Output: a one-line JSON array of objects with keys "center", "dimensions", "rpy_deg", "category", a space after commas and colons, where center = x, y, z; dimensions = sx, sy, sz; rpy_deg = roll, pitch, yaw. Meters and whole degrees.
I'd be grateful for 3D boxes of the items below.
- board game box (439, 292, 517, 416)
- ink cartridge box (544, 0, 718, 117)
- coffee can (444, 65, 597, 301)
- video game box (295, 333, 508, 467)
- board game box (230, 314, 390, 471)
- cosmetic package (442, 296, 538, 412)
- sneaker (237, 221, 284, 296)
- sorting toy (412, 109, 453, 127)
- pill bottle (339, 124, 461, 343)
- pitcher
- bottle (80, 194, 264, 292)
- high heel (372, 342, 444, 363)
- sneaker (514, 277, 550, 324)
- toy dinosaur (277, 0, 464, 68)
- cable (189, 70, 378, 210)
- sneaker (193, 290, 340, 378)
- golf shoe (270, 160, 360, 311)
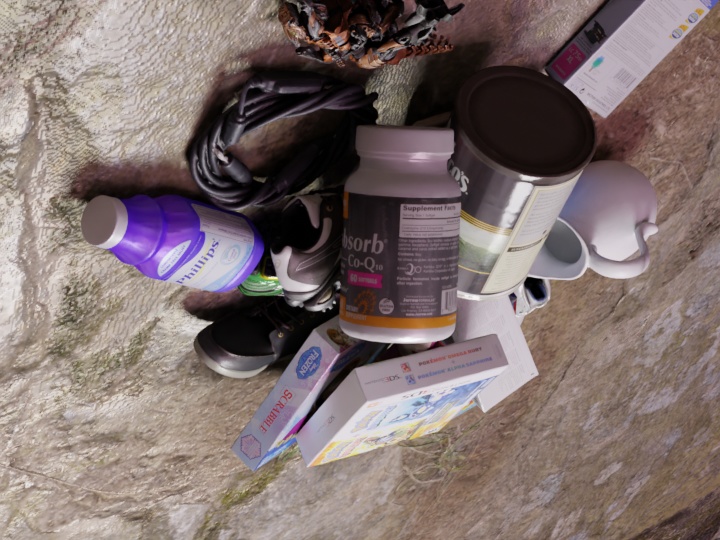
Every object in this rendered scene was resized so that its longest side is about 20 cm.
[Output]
[{"center": [0.120, 0.077, 1.910], "dimensions": [0.104, 0.103, 0.201], "rpy_deg": [-28, 149, -15], "category": "board game box"}, {"center": [0.303, -0.263, 1.697], "dimensions": [0.200, 0.042, 0.119], "rpy_deg": [-44, 149, 17], "category": "ink cartridge box"}, {"center": [0.138, -0.086, 1.584], "dimensions": [0.146, 0.147, 0.201], "rpy_deg": [-18, 150, -29], "category": "coffee can"}, {"center": [0.043, 0.144, 1.711], "dimensions": [0.181, 0.047, 0.200], "rpy_deg": [-10, 158, -26], "category": "video game box"}, {"center": [-0.036, 0.115, 1.756], "dimensions": [0.200, 0.041, 0.200], "rpy_deg": [-31, 159, -55], "category": "board game box"}, {"center": [0.133, 0.061, 1.768], "dimensions": [0.082, 0.051, 0.201], "rpy_deg": [-32, 128, -10], "category": "cosmetic package"}, {"center": [-0.042, -0.015, 1.642], "dimensions": [0.199, 0.079, 0.085], "rpy_deg": [-3, 157, -20], "category": "sneaker"}, {"center": [0.112, -0.125, 1.698], "dimensions": [0.184, 0.037, 0.201], "rpy_deg": [-20, 150, -28], "category": "sorting toy"}, {"center": [0.039, -0.037, 1.494], "dimensions": [0.116, 0.116, 0.202], "rpy_deg": [-5, 100, -43], "category": "pill bottle"}, {"center": [0.288, -0.049, 1.825], "dimensions": [0.200, 0.171, 0.122], "rpy_deg": [-30, 131, -46], "category": "pitcher"}, {"center": [-0.180, -0.030, 1.482], "dimensions": [0.084, 0.065, 0.200], "rpy_deg": [-47, 149, 18], "category": "bottle"}, {"center": [0.077, 0.060, 1.703], "dimensions": [0.096, 0.067, 0.200], "rpy_deg": [-31, 157, -29], "category": "high heel"}, {"center": [0.193, 0.026, 1.935], "dimensions": [0.074, 0.087, 0.201], "rpy_deg": [-28, 150, -18], "category": "sneaker"}, {"center": [0.015, -0.231, 1.415], "dimensions": [0.136, 0.102, 0.200], "rpy_deg": [-38, 172, 33], "category": "toy dinosaur"}, {"center": [-0.066, -0.121, 1.492], "dimensions": [0.199, 0.051, 0.164], "rpy_deg": [-8, 139, -42], "category": "cable"}, {"center": [-0.090, 0.047, 1.677], "dimensions": [0.199, 0.075, 0.106], "rpy_deg": [-13, 147, -52], "category": "sneaker"}, {"center": [-0.024, -0.057, 1.555], "dimensions": [0.095, 0.077, 0.201], "rpy_deg": [58, 47, -38], "category": "golf shoe"}]
